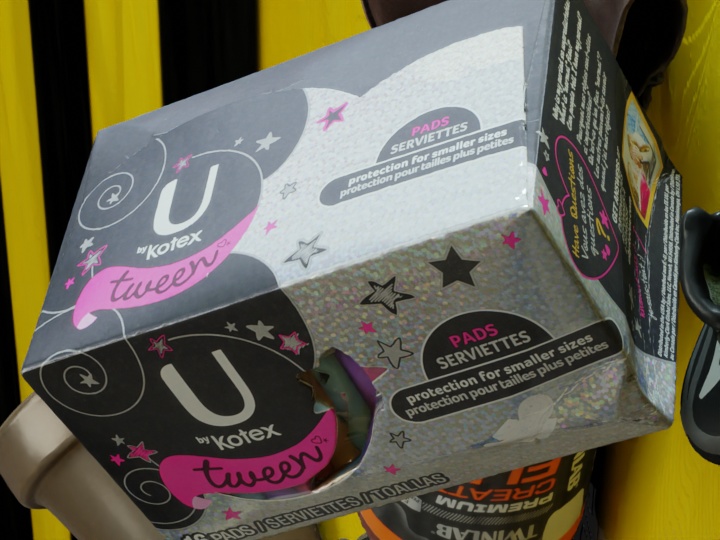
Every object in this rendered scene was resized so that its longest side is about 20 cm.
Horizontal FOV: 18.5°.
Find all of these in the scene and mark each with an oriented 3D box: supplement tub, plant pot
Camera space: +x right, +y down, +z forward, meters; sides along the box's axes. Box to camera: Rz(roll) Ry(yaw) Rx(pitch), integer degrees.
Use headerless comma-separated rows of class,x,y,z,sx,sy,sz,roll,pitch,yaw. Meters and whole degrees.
supplement tub,0.052,0.064,0.946,0.201,0.106,0.107,95,157,-43
plant pot,-0.118,0.141,1.444,0.175,0.199,0.200,57,158,12

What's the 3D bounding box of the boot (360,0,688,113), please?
boot,0.058,-0.104,0.874,0.201,0.072,0.167,109,148,-52

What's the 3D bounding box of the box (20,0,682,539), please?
box,0.000,0.000,0.778,0.115,0.199,0.133,53,-149,-34

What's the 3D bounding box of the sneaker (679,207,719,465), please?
sneaker,0.131,0.001,0.690,0.200,0.082,0.071,104,149,-59

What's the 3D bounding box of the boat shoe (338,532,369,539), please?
boat shoe,0.007,0.179,1.216,0.200,0.074,0.074,139,119,-69
